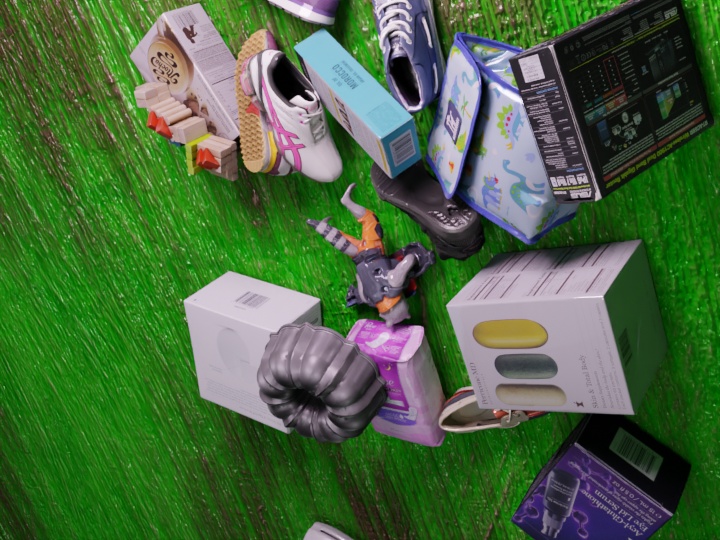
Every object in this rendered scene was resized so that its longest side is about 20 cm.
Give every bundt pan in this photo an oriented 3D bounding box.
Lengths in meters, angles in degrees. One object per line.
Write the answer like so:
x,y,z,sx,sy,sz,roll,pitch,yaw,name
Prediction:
-0.067,0.175,1.158,0.200,0.076,0.203,17,135,17,bundt pan

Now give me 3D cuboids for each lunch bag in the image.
0.166,-0.158,0.921,0.200,0.127,0.171,39,136,30,lunch bag

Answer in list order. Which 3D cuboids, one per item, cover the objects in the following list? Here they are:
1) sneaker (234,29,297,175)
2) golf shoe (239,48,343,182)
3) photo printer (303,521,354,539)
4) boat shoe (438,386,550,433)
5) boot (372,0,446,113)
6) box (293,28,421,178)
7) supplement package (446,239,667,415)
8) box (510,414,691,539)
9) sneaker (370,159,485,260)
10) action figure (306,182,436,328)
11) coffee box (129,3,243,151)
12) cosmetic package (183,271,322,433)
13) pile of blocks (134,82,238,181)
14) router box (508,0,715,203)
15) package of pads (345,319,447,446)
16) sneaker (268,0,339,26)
-0.122,-0.235,1.129,0.075,0.090,0.202,0,90,47,sneaker
-0.081,-0.198,1.054,0.201,0.073,0.092,54,157,-24,golf shoe
-0.046,0.588,1.545,0.166,0.069,0.201,27,128,23,photo printer
0.199,0.192,1.134,0.199,0.062,0.072,-19,101,41,boat shoe
0.050,-0.288,0.938,0.072,0.090,0.201,-15,108,26,boot
-0.004,-0.210,0.995,0.200,0.049,0.082,51,172,30,box
0.240,0.069,0.969,0.199,0.151,0.153,-5,112,39,supplement package
0.320,0.303,1.078,0.148,0.104,0.201,35,131,15,box
0.090,-0.078,1.046,0.199,0.076,0.114,39,168,38,sneaker
0.000,0.000,1.148,0.194,0.104,0.200,55,134,7,action figure
-0.234,-0.270,1.179,0.113,0.080,0.201,-28,97,44,coffee box
-0.171,0.133,1.338,0.198,0.123,0.202,16,123,29,cosmetic package
-0.264,-0.192,1.150,0.200,0.062,0.082,41,135,12,pile of blocks
0.252,-0.174,0.785,0.062,0.199,0.151,0,116,58,router box
0.058,0.170,1.194,0.120,0.076,0.201,5,132,30,package of pads
-0.105,-0.393,1.030,0.199,0.076,0.088,29,115,16,sneaker
